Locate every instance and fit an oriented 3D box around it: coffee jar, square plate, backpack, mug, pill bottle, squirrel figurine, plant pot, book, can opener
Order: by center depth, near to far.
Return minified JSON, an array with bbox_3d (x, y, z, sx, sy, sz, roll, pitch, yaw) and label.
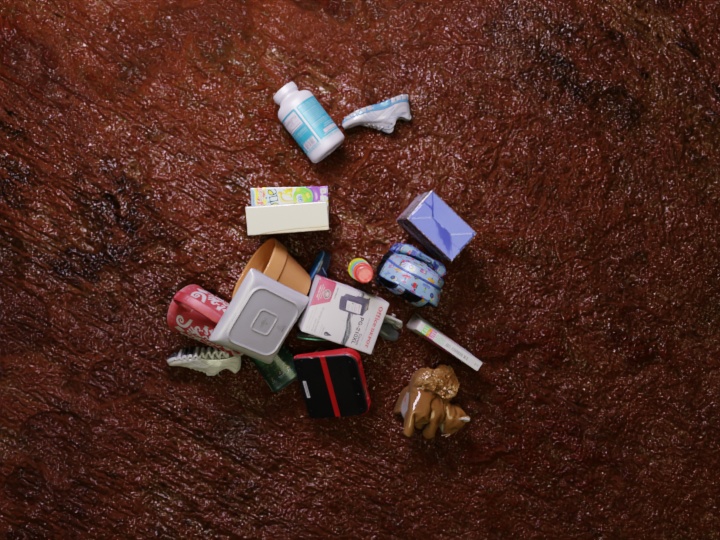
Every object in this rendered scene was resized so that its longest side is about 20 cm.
[{"bbox_3d":[-0.238,0.120,1.480,0.197,0.028,0.201,31,91,-40],"label":"square plate"},{"bbox_3d":[-0.381,0.133,1.534,0.199,0.177,0.135,22,97,22],"label":"mug"},{"bbox_3d":[-0.223,0.036,1.583,0.140,0.200,0.201,33,90,-23],"label":"plant pot"},{"bbox_3d":[-0.141,-0.392,1.596,0.110,0.111,0.201,-38,96,-2],"label":"pill bottle"},{"bbox_3d":[0.140,0.016,1.598,0.182,0.200,0.135,30,90,-5],"label":"backpack"},{"bbox_3d":[-0.248,0.219,1.631,0.104,0.085,0.201,-35,96,5],"label":"coffee jar"},{"bbox_3d":[0.225,0.196,1.648,0.199,0.134,0.048,35,89,-6],"label":"book"},{"bbox_3d":[0.212,0.360,1.657,0.185,0.142,0.202,16,94,-12],"label":"squirrel figurine"},{"bbox_3d":[0.024,0.124,1.660,0.199,0.053,0.067,27,56,-3],"label":"can opener"}]

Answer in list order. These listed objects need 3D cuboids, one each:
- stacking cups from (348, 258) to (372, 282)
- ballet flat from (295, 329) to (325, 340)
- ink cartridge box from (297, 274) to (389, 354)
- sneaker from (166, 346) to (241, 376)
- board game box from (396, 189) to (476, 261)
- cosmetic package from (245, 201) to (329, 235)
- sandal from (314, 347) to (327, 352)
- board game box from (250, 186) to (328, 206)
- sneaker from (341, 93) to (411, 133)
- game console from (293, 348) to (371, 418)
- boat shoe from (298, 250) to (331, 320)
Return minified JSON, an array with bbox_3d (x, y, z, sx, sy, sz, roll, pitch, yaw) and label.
[{"bbox_3d":[0.000,0.000,1.584,0.060,0.200,0.061,0,92,-3],"label":"stacking cups"},{"bbox_3d":[-0.075,0.161,1.653,0.198,0.073,0.074,9,92,-12],"label":"ballet flat"},{"bbox_3d":[-0.044,0.114,1.580,0.198,0.084,0.146,20,91,-15],"label":"ink cartridge box"},{"bbox_3d":[-0.417,0.246,1.629,0.198,0.075,0.082,-4,102,-4],"label":"sneaker"},{"bbox_3d":[0.194,-0.116,1.595,0.159,0.200,0.097,43,90,-5],"label":"board game box"},{"bbox_3d":[-0.179,-0.129,1.506,0.198,0.104,0.074,-5,95,-4],"label":"cosmetic package"},{"bbox_3d":[-0.069,0.309,1.671,0.069,0.078,0.212,-35,98,31],"label":"sandal"},{"bbox_3d":[-0.185,-0.166,1.607,0.198,0.105,0.104,-3,93,-5],"label":"board game box"},{"bbox_3d":[0.048,-0.404,1.634,0.198,0.075,0.087,-20,100,-3],"label":"sneaker"},{"bbox_3d":[-0.072,0.299,1.598,0.175,0.031,0.202,-7,113,14],"label":"game console"},{"bbox_3d":[-0.117,0.045,1.648,0.068,0.084,0.201,20,108,-13],"label":"boat shoe"}]
